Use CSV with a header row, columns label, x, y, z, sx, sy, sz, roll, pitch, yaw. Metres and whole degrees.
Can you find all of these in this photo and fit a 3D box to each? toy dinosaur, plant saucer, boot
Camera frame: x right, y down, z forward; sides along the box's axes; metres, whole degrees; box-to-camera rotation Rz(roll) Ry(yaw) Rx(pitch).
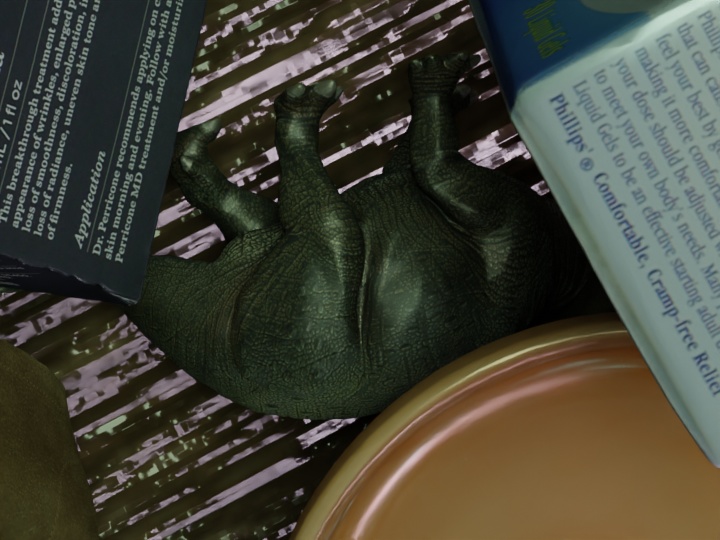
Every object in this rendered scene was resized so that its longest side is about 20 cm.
label,x,y,z,sx,sy,sz,roll,pitch,yaw
toy dinosaur,0.000,0.000,0.819,0.199,0.077,0.103,-10,82,-15
plant saucer,0.070,0.102,0.816,0.199,0.037,0.201,-3,111,-7
boot,-0.136,0.047,0.747,0.073,0.200,0.076,-12,71,26

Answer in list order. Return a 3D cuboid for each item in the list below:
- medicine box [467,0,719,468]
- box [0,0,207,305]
label,x,y,z,sx,sy,sz,roll,pitch,yaw
medicine box,0.138,-0.065,0.710,0.199,0.182,0.103,-30,103,7
box,-0.126,-0.111,0.738,0.182,0.104,0.201,22,79,-54
